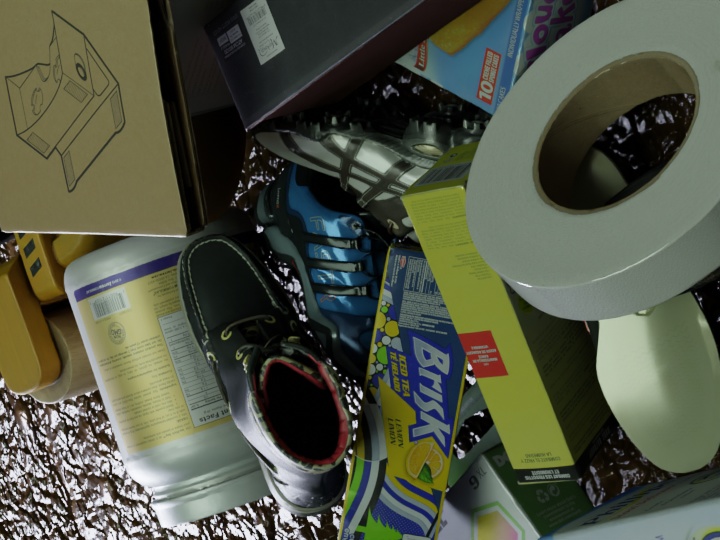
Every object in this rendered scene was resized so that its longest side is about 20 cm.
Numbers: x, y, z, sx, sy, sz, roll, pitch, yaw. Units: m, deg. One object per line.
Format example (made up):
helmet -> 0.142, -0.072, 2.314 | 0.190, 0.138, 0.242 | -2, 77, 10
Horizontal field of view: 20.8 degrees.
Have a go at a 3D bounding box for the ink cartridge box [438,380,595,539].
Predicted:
ink cartridge box -> 0.100, 0.175, 1.279 | 0.201, 0.059, 0.104 | 55, 137, 18

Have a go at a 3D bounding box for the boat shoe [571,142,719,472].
boat shoe -> 0.165, 0.020, 1.158 | 0.073, 0.063, 0.203 | -24, 87, 18

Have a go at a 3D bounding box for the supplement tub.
supplement tub -> -0.118, 0.069, 1.410 | 0.145, 0.145, 0.201 | -19, 90, 48

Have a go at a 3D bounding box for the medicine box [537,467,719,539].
medicine box -> 0.227, 0.209, 1.125 | 0.199, 0.103, 0.183 | -22, 87, 47

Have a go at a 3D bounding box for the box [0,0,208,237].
box -> -0.175, -0.104, 1.205 | 0.199, 0.021, 0.165 | 2, 106, 47

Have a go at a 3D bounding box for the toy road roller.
toy road roller -> -0.215, -0.011, 1.506 | 0.145, 0.123, 0.201 | -20, 88, 41

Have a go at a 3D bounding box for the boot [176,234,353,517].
boot -> -0.059, 0.053, 1.263 | 0.154, 0.073, 0.205 | 107, 139, -75

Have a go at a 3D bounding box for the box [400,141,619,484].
box -> 0.094, 0.025, 1.183 | 0.050, 0.075, 0.201 | -8, 114, 37

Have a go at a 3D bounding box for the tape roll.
tape roll -> 0.148, -0.066, 1.066 | 0.202, 0.204, 0.037 | 1, 148, 47

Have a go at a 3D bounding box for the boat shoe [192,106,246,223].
boat shoe -> -0.123, -0.123, 1.371 | 0.070, 0.070, 0.202 | -14, 64, 41

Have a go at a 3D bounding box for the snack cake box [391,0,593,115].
snack cake box -> 0.084, -0.205, 1.159 | 0.115, 0.067, 0.201 | 31, 124, 35

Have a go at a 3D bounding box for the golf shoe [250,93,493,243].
golf shoe -> 0.012, -0.063, 1.260 | 0.199, 0.078, 0.095 | 10, 115, 34

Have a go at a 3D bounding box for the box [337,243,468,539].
box -> 0.032, 0.087, 1.245 | 0.064, 0.070, 0.202 | 10, 93, 2

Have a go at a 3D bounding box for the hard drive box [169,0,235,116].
hard drive box -> -0.094, -0.184, 1.255 | 0.077, 0.199, 0.157 | 43, 130, 27

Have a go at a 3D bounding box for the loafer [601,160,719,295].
loafer -> 0.186, -0.029, 1.068 | 0.199, 0.072, 0.073 | -29, 87, 31

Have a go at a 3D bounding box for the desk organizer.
desk organizer -> 0.000, -0.159, 1.158 | 0.200, 0.077, 0.072 | -30, 81, 49

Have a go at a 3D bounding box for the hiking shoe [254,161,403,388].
hiking shoe -> 0.000, 0.000, 1.313 | 0.200, 0.074, 0.087 | 53, 136, 19
